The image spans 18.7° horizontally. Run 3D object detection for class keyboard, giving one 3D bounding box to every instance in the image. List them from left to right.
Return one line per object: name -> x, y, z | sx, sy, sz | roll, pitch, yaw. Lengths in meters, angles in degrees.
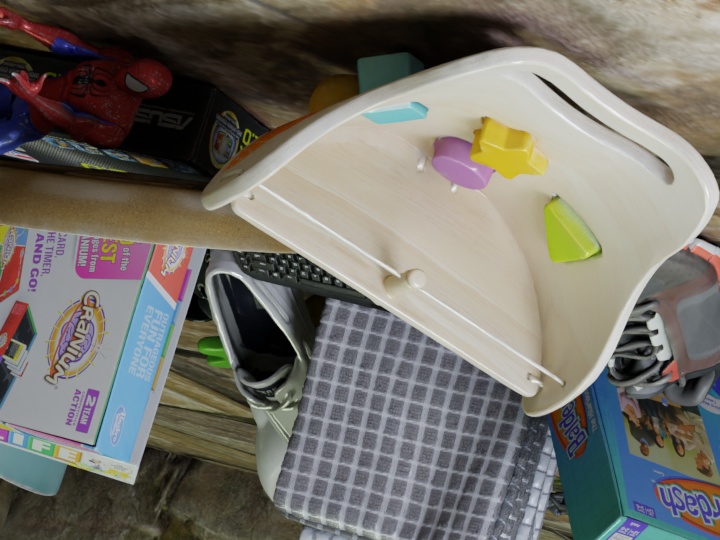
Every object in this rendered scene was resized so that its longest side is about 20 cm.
keyboard -> 0.000, 0.000, 1.331 | 0.198, 0.040, 0.105 | 12, 141, 23

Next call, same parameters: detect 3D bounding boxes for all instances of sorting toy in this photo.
sorting toy -> 0.063, -0.041, 0.973 | 0.199, 0.107, 0.180 | 33, 152, -20

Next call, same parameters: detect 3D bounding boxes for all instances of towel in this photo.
towel -> 0.044, 0.090, 1.390 | 0.164, 0.202, 0.086 | 12, 168, 19

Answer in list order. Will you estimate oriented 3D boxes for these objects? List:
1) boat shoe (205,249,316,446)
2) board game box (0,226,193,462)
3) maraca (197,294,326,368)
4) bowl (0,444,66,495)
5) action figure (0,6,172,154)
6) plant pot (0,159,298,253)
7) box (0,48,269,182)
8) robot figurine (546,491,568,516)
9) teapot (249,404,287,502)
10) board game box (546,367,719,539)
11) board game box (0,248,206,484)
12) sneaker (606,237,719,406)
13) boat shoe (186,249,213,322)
boat shoe -> -0.060, 0.063, 1.475 | 0.073, 0.066, 0.201 | -10, 121, 27
board game box -> -0.204, 0.016, 1.283 | 0.199, 0.154, 0.040 | 12, 171, 27
maraca -> -0.016, 0.063, 1.570 | 0.198, 0.108, 0.137 | 2, 163, 5
bowl -> -0.269, 0.059, 1.561 | 0.200, 0.105, 0.201 | 35, -179, 0
action figure -> -0.192, -0.093, 1.129 | 0.199, 0.066, 0.099 | -9, 150, 30
plant pot -> -0.115, -0.033, 1.076 | 0.198, 0.028, 0.200 | 6, -177, 0
box -> -0.137, -0.073, 1.255 | 0.199, 0.045, 0.160 | 12, 169, 25
robot figurine -> 0.097, 0.101, 1.457 | 0.198, 0.146, 0.058 | -14, 148, 10
teapot -> 0.013, 0.109, 1.727 | 0.196, 0.147, 0.200 | -11, 147, 18
board game box -> 0.180, 0.100, 1.285 | 0.151, 0.201, 0.045 | 23, 127, -27
board game box -> -0.177, 0.020, 1.378 | 0.133, 0.201, 0.034 | 17, 153, -5
sneaker -> 0.162, 0.028, 1.196 | 0.077, 0.083, 0.200 | 10, 168, 34
boat shoe -> -0.093, 0.007, 1.555 | 0.074, 0.067, 0.199 | 22, 169, -23
